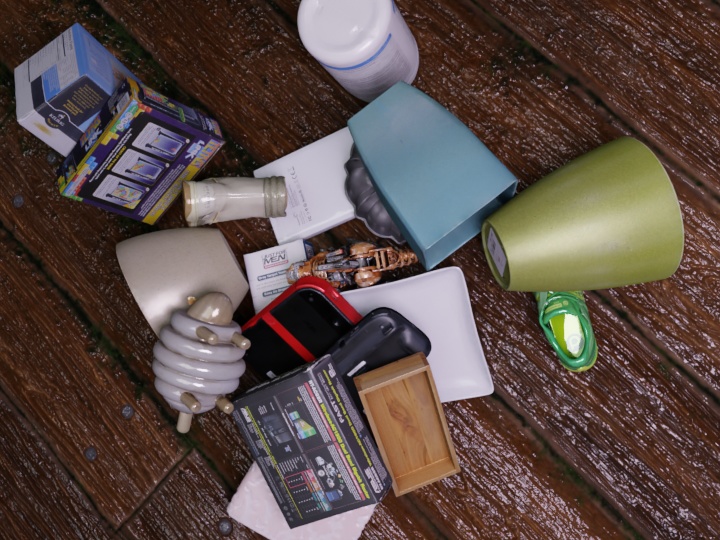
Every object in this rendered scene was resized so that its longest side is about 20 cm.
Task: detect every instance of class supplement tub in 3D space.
[{"bbox_3d":[0.002,-0.325,1.042,0.131,0.200,0.133,-1,85,16],"label":"supplement tub"}]

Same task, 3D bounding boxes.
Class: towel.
[{"bbox_3d":[-0.067,0.313,1.076,0.190,0.032,0.201,30,96,-5],"label":"towel"}]

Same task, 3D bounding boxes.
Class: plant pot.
[{"bbox_3d":[0.080,-0.130,0.950,0.141,0.141,0.200,-37,77,0],"label":"plant pot"},{"bbox_3d":[0.261,-0.049,0.926,0.199,0.187,0.188,-18,81,-5],"label":"plant pot"}]

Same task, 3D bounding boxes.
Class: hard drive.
[{"bbox_3d":[-0.054,-0.133,1.135,0.199,0.027,0.133,-23,80,14],"label":"hard drive"}]

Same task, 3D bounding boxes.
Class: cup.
[{"bbox_3d":[-0.253,0.015,1.111,0.143,0.200,0.201,-28,78,-7],"label":"cup"}]

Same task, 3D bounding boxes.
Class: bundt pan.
[{"bbox_3d":[0.071,-0.141,1.054,0.201,0.076,0.203,0,85,5],"label":"bundt pan"}]

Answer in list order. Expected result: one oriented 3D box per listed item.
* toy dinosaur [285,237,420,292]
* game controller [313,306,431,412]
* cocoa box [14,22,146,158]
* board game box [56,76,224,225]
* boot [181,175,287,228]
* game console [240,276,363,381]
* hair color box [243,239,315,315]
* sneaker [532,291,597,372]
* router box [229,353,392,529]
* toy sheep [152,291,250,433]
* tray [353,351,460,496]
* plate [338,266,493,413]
[{"bbox_3d":[0.000,0.000,1.049,0.199,0.136,0.103,11,86,9],"label":"toy dinosaur"},{"bbox_3d":[0.002,0.133,1.007,0.104,0.042,0.200,34,120,-25],"label":"game controller"},{"bbox_3d":[-0.407,-0.247,1.140,0.131,0.200,0.134,-31,55,11],"label":"cocoa box"},{"bbox_3d":[-0.332,-0.173,1.116,0.200,0.165,0.057,-42,54,23],"label":"board game box"},{"bbox_3d":[-0.187,-0.106,1.115,0.154,0.200,0.073,-5,93,-10],"label":"boot"},{"bbox_3d":[-0.061,0.118,1.044,0.177,0.031,0.200,-37,105,25],"label":"game console"},{"bbox_3d":[-0.103,0.063,1.116,0.099,0.061,0.201,-14,83,11],"label":"hair color box"},{"bbox_3d":[0.271,0.039,0.999,0.074,0.084,0.201,-23,79,14],"label":"sneaker"},{"bbox_3d":[-0.068,0.231,0.992,0.149,0.062,0.201,-25,93,27],"label":"router box"},{"bbox_3d":[-0.216,0.124,0.990,0.137,0.138,0.201,20,93,16],"label":"toy sheep"},{"bbox_3d":[0.065,0.211,0.999,0.098,0.037,0.201,-20,120,-4],"label":"tray"},{"bbox_3d":[0.071,0.100,1.049,0.199,0.032,0.201,-13,109,15],"label":"plate"}]
